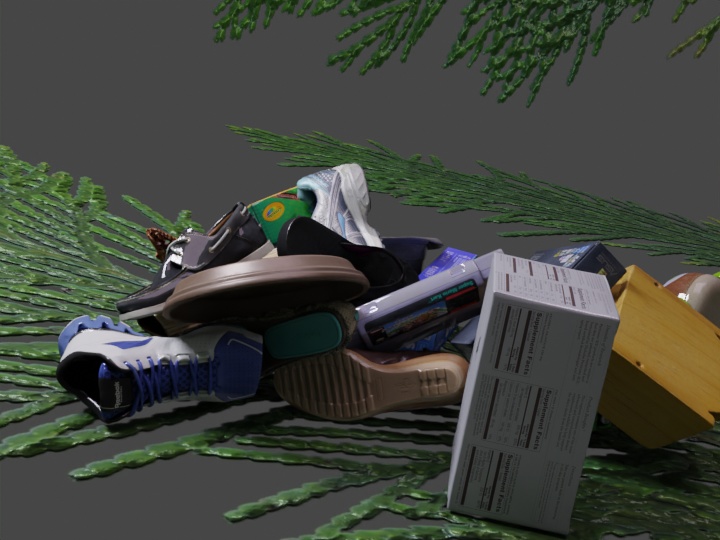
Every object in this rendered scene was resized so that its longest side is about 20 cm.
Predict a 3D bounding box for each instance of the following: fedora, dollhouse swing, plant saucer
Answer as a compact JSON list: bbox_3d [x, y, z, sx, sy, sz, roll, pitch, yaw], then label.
[{"bbox_3d":[0.020,0.002,1.532,0.176,0.091,0.200,-2,2,-4],"label":"fedora"},{"bbox_3d":[0.263,0.121,1.268,0.181,0.176,0.200,37,30,0],"label":"dollhouse swing"},{"bbox_3d":[-0.091,0.018,1.139,0.199,0.030,0.200,-9,-10,-2],"label":"plant saucer"}]

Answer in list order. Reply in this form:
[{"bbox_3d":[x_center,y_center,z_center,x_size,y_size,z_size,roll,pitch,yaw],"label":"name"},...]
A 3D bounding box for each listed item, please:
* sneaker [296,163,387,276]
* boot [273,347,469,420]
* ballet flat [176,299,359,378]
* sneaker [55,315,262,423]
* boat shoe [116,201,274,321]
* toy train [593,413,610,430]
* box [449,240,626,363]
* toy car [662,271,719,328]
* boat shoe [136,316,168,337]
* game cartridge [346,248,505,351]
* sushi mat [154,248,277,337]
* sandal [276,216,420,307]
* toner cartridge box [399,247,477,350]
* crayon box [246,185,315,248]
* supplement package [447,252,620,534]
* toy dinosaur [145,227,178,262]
[{"bbox_3d":[-0.025,-0.028,1.364,0.086,0.078,0.201,-8,59,-13],"label":"sneaker"},{"bbox_3d":[0.020,0.116,1.245,0.199,0.073,0.166,0,-4,7],"label":"boot"},{"bbox_3d":[-0.091,0.069,1.182,0.199,0.068,0.075,-14,7,18],"label":"ballet flat"},{"bbox_3d":[-0.192,0.101,1.104,0.198,0.081,0.115,5,20,-1],"label":"sneaker"},{"bbox_3d":[-0.177,-0.007,1.226,0.072,0.068,0.200,-14,15,48],"label":"boat shoe"},{"bbox_3d":[0.225,0.129,1.361,0.056,0.042,0.200,-4,19,-14],"label":"toy train"},{"bbox_3d":[0.192,0.042,1.332,0.051,0.158,0.200,45,-9,-6],"label":"box"},{"bbox_3d":[0.356,0.073,1.485,0.164,0.159,0.199,-18,19,-42],"label":"toy car"},{"bbox_3d":[-0.151,0.068,1.271,0.201,0.075,0.075,12,28,28],"label":"boat shoe"},{"bbox_3d":[0.064,0.045,1.254,0.199,0.039,0.130,-23,-15,1],"label":"game cartridge"},{"bbox_3d":[-0.130,0.017,1.274,0.199,0.012,0.096,-20,32,-25],"label":"sushi mat"},{"bbox_3d":[-0.001,0.001,1.248,0.200,0.076,0.048,22,-21,-41],"label":"sandal"},{"bbox_3d":[0.100,0.038,1.494,0.043,0.096,0.200,14,16,12],"label":"toner cartridge box"},{"bbox_3d":[-0.109,-0.050,1.490,0.118,0.059,0.200,-23,-3,-28],"label":"crayon box"},{"bbox_3d":[0.153,0.105,1.077,0.110,0.201,0.156,12,15,4],"label":"supplement package"},{"bbox_3d":[-0.183,0.005,1.386,0.135,0.103,0.200,20,9,34],"label":"toy dinosaur"}]
